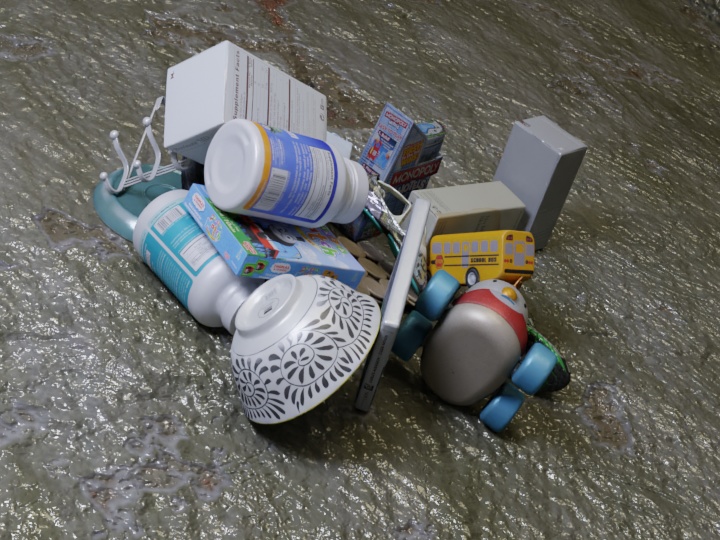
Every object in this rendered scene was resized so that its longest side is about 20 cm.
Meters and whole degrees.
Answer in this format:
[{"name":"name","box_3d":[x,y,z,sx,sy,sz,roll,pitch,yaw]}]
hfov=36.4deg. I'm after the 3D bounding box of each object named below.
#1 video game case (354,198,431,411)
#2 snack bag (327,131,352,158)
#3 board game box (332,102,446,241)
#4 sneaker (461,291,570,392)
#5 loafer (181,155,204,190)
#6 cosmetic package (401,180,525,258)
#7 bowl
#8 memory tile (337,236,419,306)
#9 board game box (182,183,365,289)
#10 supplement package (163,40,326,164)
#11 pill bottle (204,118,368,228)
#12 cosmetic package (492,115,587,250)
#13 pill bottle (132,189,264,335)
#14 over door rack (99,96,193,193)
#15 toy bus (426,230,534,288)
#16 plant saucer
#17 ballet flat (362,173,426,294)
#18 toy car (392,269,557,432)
[{"name":"video game case","box_3d":[0.039,0.042,1.345,0.023,0.183,0.202,16,50,0]},{"name":"snack bag","box_3d":[-0.100,-0.178,1.638,0.186,0.021,0.202,27,35,-16]},{"name":"board game box","box_3d":[0.062,-0.163,1.692,0.061,0.202,0.198,38,36,26]},{"name":"sneaker","box_3d":[0.227,0.090,1.536,0.084,0.079,0.200,-9,43,-40]},{"name":"loafer","box_3d":[-0.217,-0.151,1.562,0.069,0.069,0.202,1,31,-2]},{"name":"cosmetic package","box_3d":[0.154,-0.072,1.706,0.198,0.105,0.073,-10,44,-38]},{"name":"bowl","box_3d":[-0.082,0.068,1.252,0.095,0.199,0.202,52,22,-26]},{"name":"memory tile","box_3d":[0.000,0.000,1.531,0.153,0.017,0.199,45,20,30]},{"name":"board game box","box_3d":[-0.107,-0.041,1.381,0.198,0.037,0.151,9,30,-46]},{"name":"supplement package","box_3d":[-0.149,-0.198,1.449,0.199,0.116,0.120,21,63,-47]},{"name":"pill bottle","box_3d":[-0.086,-0.115,1.364,0.198,0.113,0.112,9,32,-44]},{"name":"cosmetic package","box_3d":[0.278,-0.139,1.786,0.089,0.202,0.107,-15,47,-44]},{"name":"pill bottle","box_3d":[-0.195,-0.005,1.390,0.110,0.112,0.200,-14,47,-43]},{"name":"over door rack","box_3d":[-0.269,-0.201,1.517,0.067,0.146,0.202,55,40,-31]},{"name":"toy bus","box_3d":[0.156,-0.012,1.551,0.064,0.080,0.199,2,-2,-35]},{"name":"plant saucer","box_3d":[-0.279,-0.096,1.552,0.197,0.028,0.201,15,33,-10]},{"name":"ballet flat","box_3d":[0.056,-0.062,1.578,0.071,0.072,0.202,-15,63,-44]},{"name":"toy car","box_3d":[0.170,0.062,1.418,0.183,0.178,0.200,36,47,5]}]
